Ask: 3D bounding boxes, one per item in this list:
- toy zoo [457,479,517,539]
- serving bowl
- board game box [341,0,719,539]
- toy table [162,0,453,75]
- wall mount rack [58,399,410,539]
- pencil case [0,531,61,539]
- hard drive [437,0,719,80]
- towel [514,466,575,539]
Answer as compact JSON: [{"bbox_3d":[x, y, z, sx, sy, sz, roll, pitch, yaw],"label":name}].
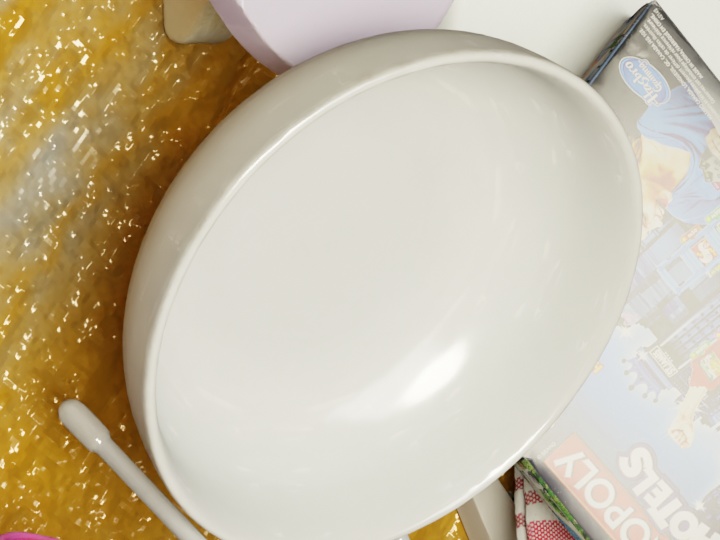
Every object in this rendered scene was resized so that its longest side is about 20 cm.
[{"bbox_3d":[0.014,0.158,1.040,0.200,0.020,0.132,-34,114,-26],"label":"toy zoo"},{"bbox_3d":[0.000,0.000,0.879,0.199,0.066,0.201,-19,130,-25],"label":"serving bowl"},{"bbox_3d":[0.095,0.037,0.981,0.200,0.062,0.200,-38,91,-2],"label":"board game box"},{"bbox_3d":[-0.036,-0.170,0.905,0.183,0.117,0.201,10,90,-34],"label":"toy table"},{"bbox_3d":[-0.032,0.122,0.926,0.200,0.074,0.175,-8,88,-60],"label":"wall mount rack"},{"bbox_3d":[-0.124,0.182,0.809,0.088,0.088,0.201,27,89,-33],"label":"pencil case"},{"bbox_3d":[0.094,-0.099,1.026,0.131,0.027,0.201,10,91,-8],"label":"hard drive"},{"bbox_3d":[0.123,0.098,1.053,0.146,0.030,0.201,13,61,-28],"label":"towel"}]
